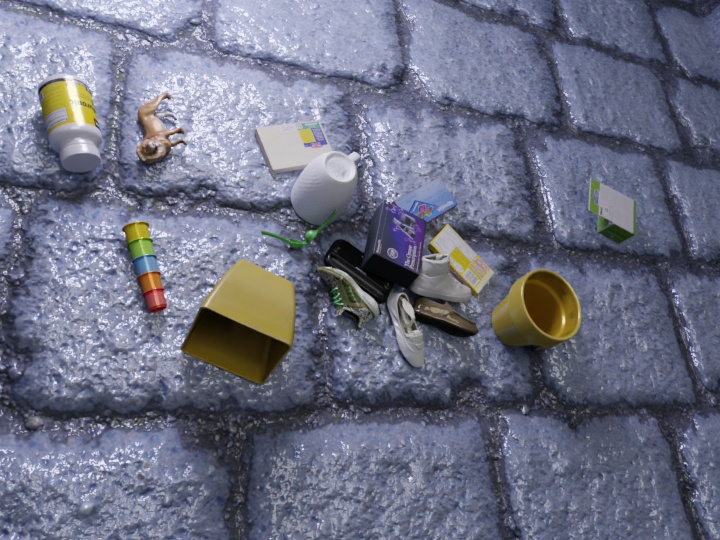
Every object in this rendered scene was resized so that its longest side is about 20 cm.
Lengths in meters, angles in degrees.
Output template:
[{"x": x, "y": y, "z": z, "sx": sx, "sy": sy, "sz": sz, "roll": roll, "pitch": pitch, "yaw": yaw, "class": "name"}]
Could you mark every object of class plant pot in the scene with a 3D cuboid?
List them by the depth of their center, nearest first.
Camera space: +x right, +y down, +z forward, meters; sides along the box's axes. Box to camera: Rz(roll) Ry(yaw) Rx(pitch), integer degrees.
[{"x": -0.249, "y": 0.100, "z": 1.271, "sx": 0.199, "sy": 0.200, "sz": 0.177, "roll": 26, "pitch": 47, "yaw": -13, "class": "plant pot"}, {"x": 0.465, "y": 0.122, "z": 1.593, "sx": 0.199, "sy": 0.189, "sz": 0.202, "roll": 10, "pitch": 64, "yaw": -22, "class": "plant pot"}]

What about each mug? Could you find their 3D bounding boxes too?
[{"x": -0.071, "y": -0.236, "z": 1.506, "sx": 0.148, "sy": 0.175, "sz": 0.200, "roll": 43, "pitch": 57, "yaw": -2, "class": "mug"}]

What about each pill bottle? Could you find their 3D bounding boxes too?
[{"x": -0.650, "y": -0.328, "z": 1.310, "sx": 0.111, "sy": 0.111, "sz": 0.201, "roll": -11, "pitch": 74, "yaw": -29, "class": "pill bottle"}]

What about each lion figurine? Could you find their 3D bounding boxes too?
[{"x": -0.504, "y": -0.351, "z": 1.424, "sx": 0.122, "sy": 0.073, "sz": 0.201, "roll": -18, "pitch": 62, "yaw": -18, "class": "lion figurine"}]

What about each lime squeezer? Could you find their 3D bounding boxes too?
[{"x": -0.146, "y": -0.095, "z": 1.469, "sx": 0.199, "sy": 0.038, "sz": 0.071, "roll": -16, "pitch": 95, "yaw": -4, "class": "lime squeezer"}]

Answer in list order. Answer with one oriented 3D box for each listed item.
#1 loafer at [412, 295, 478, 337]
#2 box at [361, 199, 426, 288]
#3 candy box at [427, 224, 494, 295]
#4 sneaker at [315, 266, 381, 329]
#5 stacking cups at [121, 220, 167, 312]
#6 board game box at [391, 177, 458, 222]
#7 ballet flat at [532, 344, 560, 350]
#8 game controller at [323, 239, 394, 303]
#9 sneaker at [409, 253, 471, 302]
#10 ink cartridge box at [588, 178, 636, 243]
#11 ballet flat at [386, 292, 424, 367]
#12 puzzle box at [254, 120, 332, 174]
[{"x": 0.229, "y": 0.121, "z": 1.548, "sx": 0.199, "sy": 0.076, "sz": 0.068, "roll": 22, "pitch": 66, "yaw": -15, "class": "loafer"}, {"x": 0.092, "y": -0.072, "z": 1.550, "sx": 0.140, "sy": 0.079, "sz": 0.201, "roll": 23, "pitch": 49, "yaw": -13, "class": "box"}, {"x": 0.291, "y": -0.031, "z": 1.676, "sx": 0.200, "sy": 0.026, "sz": 0.102, "roll": 47, "pitch": 54, "yaw": 0, "class": "candy box"}, {"x": -0.042, "y": 0.070, "z": 1.448, "sx": 0.200, "sy": 0.077, "sz": 0.089, "roll": 40, "pitch": 65, "yaw": -1, "class": "sneaker"}, {"x": -0.477, "y": -0.006, "z": 1.283, "sx": 0.060, "sy": 0.060, "sz": 0.201, "roll": -10, "pitch": 76, "yaw": -29, "class": "stacking cups"}, {"x": 0.192, "y": -0.196, "z": 1.708, "sx": 0.199, "sy": 0.019, "sz": 0.103, "roll": -30, "pitch": 81, "yaw": -33, "class": "board game box"}, {"x": 0.572, "y": 0.182, "z": 1.694, "sx": 0.200, "sy": 0.070, "sz": 0.065, "roll": -42, "pitch": 103, "yaw": -30, "class": "ballet flat"}, {"x": 0.000, "y": 0.000, "z": 1.522, "sx": 0.200, "sy": 0.042, "sz": 0.105, "roll": 36, "pitch": 43, "yaw": -7, "class": "game controller"}, {"x": 0.236, "y": 0.017, "z": 1.563, "sx": 0.199, "sy": 0.074, "sz": 0.116, "roll": 9, "pitch": 108, "yaw": -32, "class": "sneaker"}, {"x": 0.842, "y": -0.207, "z": 1.992, "sx": 0.199, "sy": 0.076, "sz": 0.149, "roll": 24, "pitch": 60, "yaw": -13, "class": "ink cartridge box"}, {"x": 0.123, "y": 0.148, "z": 1.491, "sx": 0.069, "sy": 0.069, "sz": 0.201, "roll": -11, "pitch": 73, "yaw": -29, "class": "ballet flat"}, {"x": -0.177, "y": -0.340, "z": 1.593, "sx": 0.199, "sy": 0.025, "sz": 0.134, "roll": -15, "pitch": 74, "yaw": -30, "class": "puzzle box"}]
